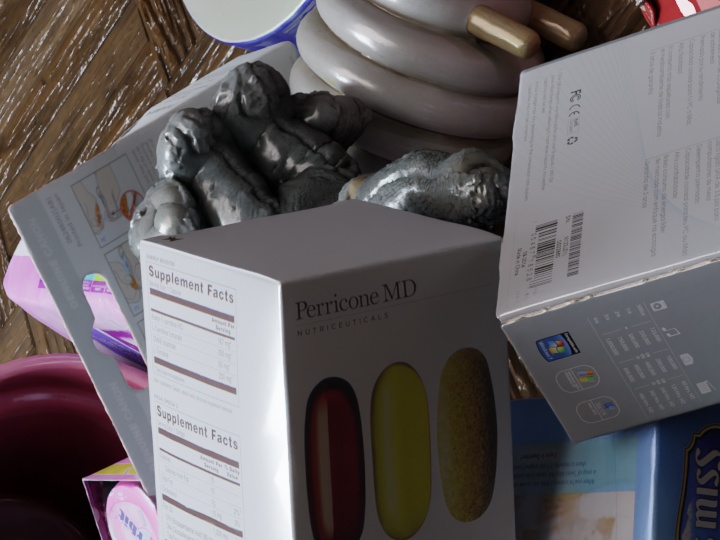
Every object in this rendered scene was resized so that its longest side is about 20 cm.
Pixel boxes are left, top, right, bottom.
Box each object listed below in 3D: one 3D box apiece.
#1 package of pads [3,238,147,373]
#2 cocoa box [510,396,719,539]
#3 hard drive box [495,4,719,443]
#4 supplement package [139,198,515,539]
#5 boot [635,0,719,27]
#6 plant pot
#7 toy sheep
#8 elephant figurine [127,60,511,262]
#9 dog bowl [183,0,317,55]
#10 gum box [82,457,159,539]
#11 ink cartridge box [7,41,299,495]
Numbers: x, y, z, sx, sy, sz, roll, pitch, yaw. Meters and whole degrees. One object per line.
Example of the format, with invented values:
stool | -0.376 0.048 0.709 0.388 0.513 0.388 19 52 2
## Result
package of pads | -0.097 0.014 1.593 0.200 0.120 0.076 3 69 56
cocoa box | 0.109 0.126 1.256 0.200 0.131 0.134 -9 75 55
hard drive box | 0.162 -0.034 1.147 0.199 0.077 0.156 -17 39 23
supplement package | -0.012 0.083 1.183 0.109 0.113 0.201 16 114 54
boot | 0.117 -0.143 1.299 0.072 0.144 0.201 -42 50 41
plant pot | -0.181 0.166 1.636 0.179 0.199 0.201 135 135 -62
toy sheep | 0.032 -0.103 1.432 0.138 0.137 0.201 43 117 51
elephant figurine | 0.000 0.000 1.311 0.200 0.155 0.142 29 92 36
dog bowl | -0.021 -0.212 1.576 0.200 0.078 0.201 -19 66 53
gum box | -0.038 0.113 1.476 0.200 0.113 0.067 -7 104 55
ink cartridge box | -0.078 -0.002 1.453 0.047 0.200 0.161 -12 107 52
